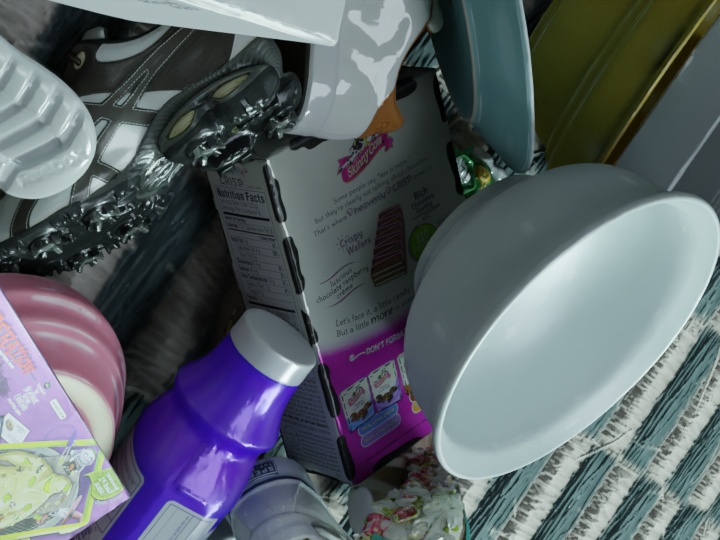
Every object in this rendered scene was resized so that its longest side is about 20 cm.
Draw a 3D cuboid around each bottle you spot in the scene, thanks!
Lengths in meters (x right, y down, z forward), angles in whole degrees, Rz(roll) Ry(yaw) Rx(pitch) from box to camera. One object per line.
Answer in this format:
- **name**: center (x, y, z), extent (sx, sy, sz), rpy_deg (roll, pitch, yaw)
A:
- **bottle**: center (-0.099, 0.109, 0.939), extent (0.065, 0.084, 0.200), rpy_deg (32, 107, -19)

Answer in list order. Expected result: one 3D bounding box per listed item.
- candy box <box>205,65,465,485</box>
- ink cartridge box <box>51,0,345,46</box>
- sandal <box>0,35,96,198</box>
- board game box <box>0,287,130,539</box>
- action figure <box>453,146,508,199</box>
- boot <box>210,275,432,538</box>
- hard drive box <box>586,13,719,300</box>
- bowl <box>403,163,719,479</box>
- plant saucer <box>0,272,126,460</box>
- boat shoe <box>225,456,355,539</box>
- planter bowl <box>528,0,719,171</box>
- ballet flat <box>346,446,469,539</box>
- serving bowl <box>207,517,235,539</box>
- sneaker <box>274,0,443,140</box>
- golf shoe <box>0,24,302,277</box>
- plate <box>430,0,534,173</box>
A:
- **candy box**: center (0.000, 0.000, 0.984), extent (0.136, 0.061, 0.200), rpy_deg (-31, 117, -37)
- **ink cartridge box**: center (-0.085, -0.209, 0.726), extent (0.144, 0.147, 0.201), rpy_deg (10, 92, -47)
- **sandal**: center (-0.205, -0.107, 0.784), extent (0.082, 0.050, 0.203), rpy_deg (-37, 122, 8)
- **board game box**: center (-0.190, 0.086, 0.812), extent (0.120, 0.032, 0.200), rpy_deg (-31, 144, -10)
- **action figure**: center (0.090, -0.016, 1.102), extent (0.200, 0.055, 0.118), rpy_deg (48, 60, -45)
- **boot**: center (-0.027, 0.093, 1.060), extent (0.200, 0.064, 0.187), rpy_deg (10, 94, -49)
- **hard drive box**: center (0.209, -0.064, 1.095), extent (0.156, 0.077, 0.200), rpy_deg (-55, 172, 4)
- **bowl**: center (0.093, 0.011, 0.945), extent (0.201, 0.090, 0.201), rpy_deg (-30, 148, -21)
- **plant saucer**: center (-0.202, 0.094, 0.877), extent (0.200, 0.051, 0.201), rpy_deg (-25, 141, -23)
- **boat shoe**: center (-0.012, 0.192, 1.005), extent (0.074, 0.086, 0.202), rpy_deg (-28, 137, 0)
- **planter bowl**: center (0.151, -0.133, 1.049), extent (0.201, 0.083, 0.200), rpy_deg (-54, 172, -11)
- **ballet flat**: center (0.024, 0.134, 0.996), extent (0.200, 0.064, 0.076), rpy_deg (-156, -95, -89)
- **serving bowl**: center (-0.096, 0.227, 1.076), extent (0.200, 0.066, 0.201), rpy_deg (-22, 127, -32)
- **sneaker**: center (0.004, -0.167, 0.902), extent (0.084, 0.073, 0.201), rpy_deg (4, 98, -30)
- **golf shoe**: center (-0.129, -0.067, 0.872), extent (0.200, 0.095, 0.078), rpy_deg (-33, 168, 6)
- **plate**: center (0.053, -0.146, 0.911), extent (0.026, 0.200, 0.201), rpy_deg (-14, 128, -3)
